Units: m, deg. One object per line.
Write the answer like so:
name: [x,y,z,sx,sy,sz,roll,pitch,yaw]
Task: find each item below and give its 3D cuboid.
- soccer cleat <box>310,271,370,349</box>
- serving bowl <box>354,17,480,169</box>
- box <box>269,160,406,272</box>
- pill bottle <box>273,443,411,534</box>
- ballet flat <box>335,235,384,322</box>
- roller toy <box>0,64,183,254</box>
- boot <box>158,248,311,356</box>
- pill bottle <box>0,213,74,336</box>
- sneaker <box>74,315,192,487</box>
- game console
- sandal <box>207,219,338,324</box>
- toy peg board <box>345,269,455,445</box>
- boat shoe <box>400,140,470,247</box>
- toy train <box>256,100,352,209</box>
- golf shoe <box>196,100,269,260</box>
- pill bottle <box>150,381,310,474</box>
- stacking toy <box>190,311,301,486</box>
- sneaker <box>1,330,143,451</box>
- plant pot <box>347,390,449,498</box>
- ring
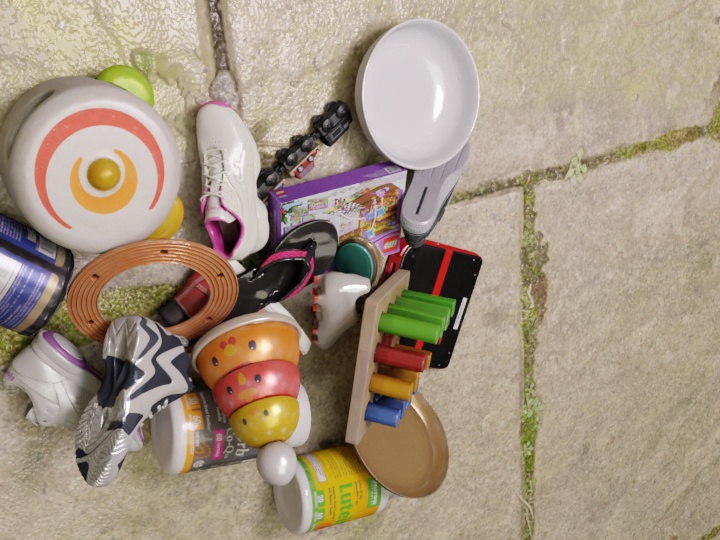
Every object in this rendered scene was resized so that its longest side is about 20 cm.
soccer cleat: [-0.029,0.060,1.118,0.077,0.200,0.070,1,66,-5]
serving bowl: [0.071,-0.243,1.135,0.198,0.066,0.203,-6,101,-30]
box: [-0.031,-0.066,1.133,0.198,0.039,0.138,-17,130,-27]
pill bottle: [-0.023,0.324,1.244,0.198,0.111,0.112,-5,109,-31]
ballet flat: [0.000,0.000,1.136,0.065,0.070,0.201,-48,167,-31]
roller toy: [-0.299,-0.115,0.905,0.181,0.139,0.202,-17,115,-26]
boot: [-0.171,0.083,1.099,0.145,0.072,0.200,-49,117,-8]
pill bottle: [-0.423,-0.017,0.878,0.199,0.112,0.113,33,88,-35]
sneaker: [-0.259,0.161,0.983,0.129,0.079,0.202,21,75,-54]
game console: [0.099,0.054,1.286,0.176,0.031,0.202,11,100,-38]
sandal: [-0.104,0.008,1.051,0.199,0.045,0.076,-36,111,-15]
toy peg board: [0.063,0.123,1.136,0.200,0.097,0.201,-37,136,-70]
boat shoe: [0.101,-0.121,1.187,0.201,0.072,0.071,-60,169,-32]
toy train: [-0.084,-0.149,1.097,0.200,0.034,0.046,-46,134,-11]
golf shoe: [-0.166,-0.107,1.011,0.092,0.075,0.202,-51,131,-63]
pill bottle: [-0.175,0.204,1.106,0.198,0.116,0.118,-3,108,-31]
stacking toy: [-0.117,0.165,1.000,0.145,0.201,0.147,-17,152,-10]
sneaker: [-0.355,0.166,1.016,0.099,0.075,0.200,-41,115,-5]
plant pot: [0.054,0.256,1.253,0.199,0.202,0.027,18,139,-35]
ring: [-0.244,0.028,0.964,0.198,0.019,0.201,-12,143,-9]
